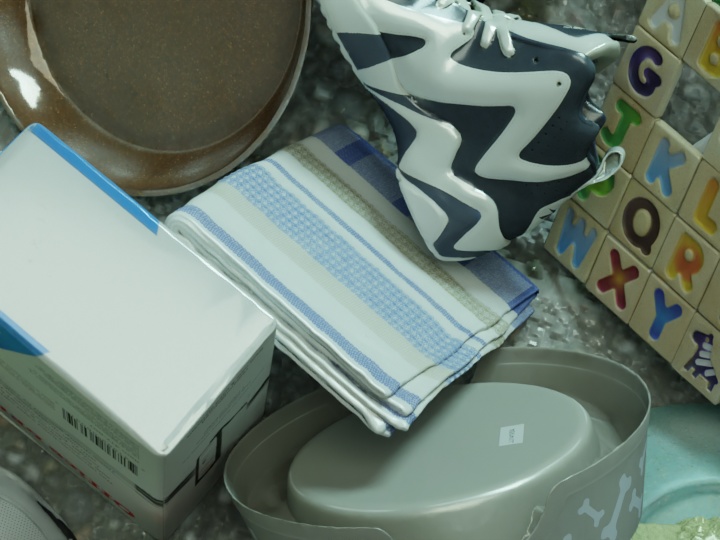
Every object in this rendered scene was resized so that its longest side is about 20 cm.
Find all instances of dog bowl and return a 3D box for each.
[{"bbox_3d":[0.040,0.100,1.291,0.200,0.200,0.059,-14,109,-6],"label":"dog bowl"}]

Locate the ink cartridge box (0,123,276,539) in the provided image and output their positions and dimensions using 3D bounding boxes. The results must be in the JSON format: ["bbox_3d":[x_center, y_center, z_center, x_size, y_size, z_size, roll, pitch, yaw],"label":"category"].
[{"bbox_3d":[-0.121,0.034,1.289,0.146,0.200,0.084,39,75,6],"label":"ink cartridge box"}]

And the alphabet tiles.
[{"bbox_3d":[0.178,-0.021,1.316,0.008,0.167,0.200,-9,42,-41],"label":"alphabet tiles"}]

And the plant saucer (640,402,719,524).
[{"bbox_3d":[0.171,0.158,1.353,0.201,0.039,0.201,1,74,-3],"label":"plant saucer"}]

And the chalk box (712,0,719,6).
[{"bbox_3d":[0.211,-0.194,1.408,0.200,0.124,0.125,-9,77,-4],"label":"chalk box"}]

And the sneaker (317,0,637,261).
[{"bbox_3d":[0.061,-0.114,1.328,0.129,0.079,0.200,-21,92,13],"label":"sneaker"}]

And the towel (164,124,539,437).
[{"bbox_3d":[0.000,0.000,1.327,0.147,0.200,0.024,41,117,7],"label":"towel"}]

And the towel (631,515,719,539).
[{"bbox_3d":[0.131,0.207,1.286,0.148,0.037,0.200,0,65,-2],"label":"towel"}]

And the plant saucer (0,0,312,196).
[{"bbox_3d":[-0.104,-0.138,1.376,0.200,0.034,0.201,5,101,27],"label":"plant saucer"}]

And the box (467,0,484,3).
[{"bbox_3d":[0.025,-0.259,1.424,0.182,0.104,0.200,29,75,3],"label":"box"}]

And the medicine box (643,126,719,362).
[{"bbox_3d":[0.259,-0.008,1.310,0.103,0.200,0.182,-10,73,-40],"label":"medicine box"}]

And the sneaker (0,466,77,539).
[{"bbox_3d":[-0.150,0.174,1.293,0.075,0.115,0.200,-21,77,-8],"label":"sneaker"}]
